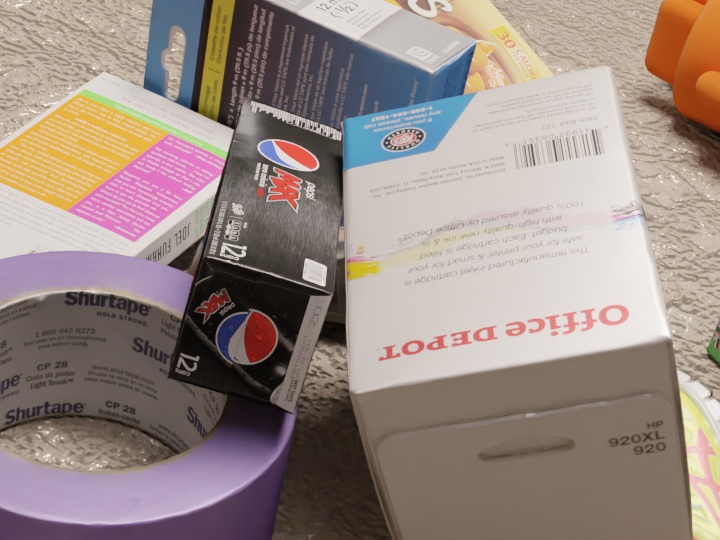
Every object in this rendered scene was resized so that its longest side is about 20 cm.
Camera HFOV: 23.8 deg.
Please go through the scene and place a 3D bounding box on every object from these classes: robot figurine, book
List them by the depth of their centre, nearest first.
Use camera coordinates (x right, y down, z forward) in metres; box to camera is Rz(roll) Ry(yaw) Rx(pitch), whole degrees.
[{"bbox_3d":[-0.160,-0.041,1.015,0.133,0.048,0.200,21,37,23],"label":"book"},{"bbox_3d":[0.310,-0.143,1.252,0.199,0.117,0.144,31,1,24],"label":"robot figurine"}]

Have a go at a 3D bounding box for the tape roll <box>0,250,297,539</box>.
[{"bbox_3d":[-0.134,0.082,0.830,0.198,0.086,0.201,8,35,-5],"label":"tape roll"}]

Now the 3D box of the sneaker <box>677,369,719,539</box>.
[{"bbox_3d":[0.155,0.121,0.872,0.089,0.079,0.200,-10,41,-25],"label":"sneaker"}]

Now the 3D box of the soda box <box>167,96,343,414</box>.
[{"bbox_3d":[-0.047,-0.013,0.855,0.063,0.071,0.200,16,26,-5],"label":"soda box"}]

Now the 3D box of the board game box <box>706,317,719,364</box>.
[{"bbox_3d":[0.283,0.051,0.957,0.029,0.136,0.200,-11,41,-29],"label":"board game box"}]

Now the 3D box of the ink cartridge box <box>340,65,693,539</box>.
[{"bbox_3d":[0.076,0.026,0.849,0.145,0.146,0.201,-10,42,8],"label":"ink cartridge box"}]

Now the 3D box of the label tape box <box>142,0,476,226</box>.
[{"bbox_3d":[-0.038,-0.110,1.074,0.199,0.144,0.066,27,38,20],"label":"label tape box"}]

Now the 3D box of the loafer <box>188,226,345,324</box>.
[{"bbox_3d":[0.000,0.000,1.003,0.197,0.073,0.063,6,27,-3],"label":"loafer"}]

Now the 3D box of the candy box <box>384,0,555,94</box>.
[{"bbox_3d":[0.034,-0.163,1.193,0.115,0.056,0.201,-24,64,-29],"label":"candy box"}]
